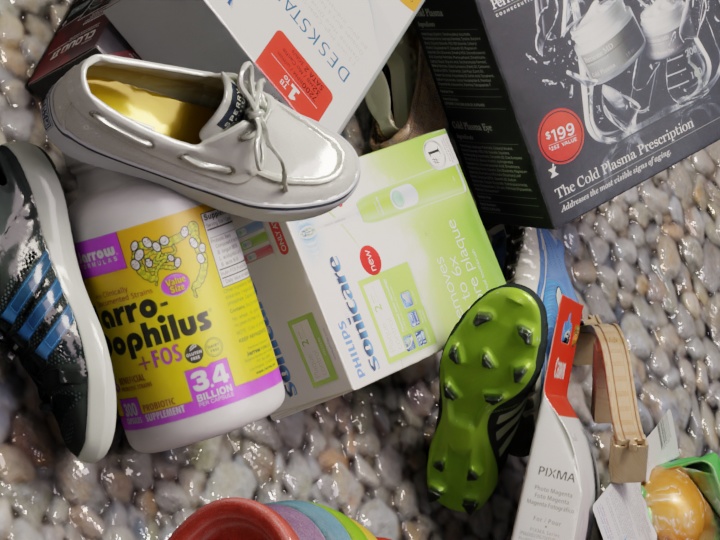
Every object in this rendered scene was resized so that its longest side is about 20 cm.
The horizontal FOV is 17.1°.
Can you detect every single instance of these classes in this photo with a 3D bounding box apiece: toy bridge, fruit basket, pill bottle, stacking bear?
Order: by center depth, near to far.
[{"bbox_3d":[-0.122,0.004,1.478,0.104,0.104,0.201,-22,96,-50],"label":"pill bottle"},{"bbox_3d":[-0.028,0.204,1.504,0.200,0.121,0.114,15,94,-57],"label":"stacking bear"},{"bbox_3d":[0.183,0.080,1.762,0.200,0.027,0.068,-101,-169,-64],"label":"toy bridge"},{"bbox_3d":[0.222,0.221,1.763,0.200,0.093,0.186,-36,109,-56],"label":"fruit basket"}]

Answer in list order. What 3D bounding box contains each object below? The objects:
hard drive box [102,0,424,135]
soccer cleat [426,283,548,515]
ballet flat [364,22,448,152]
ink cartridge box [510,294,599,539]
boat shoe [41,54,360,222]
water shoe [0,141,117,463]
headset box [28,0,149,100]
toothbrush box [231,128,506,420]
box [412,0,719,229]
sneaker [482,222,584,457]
[{"bbox_3d":[-0.055,-0.177,1.557,0.156,0.077,0.200,50,43,-20],"label":"hard drive box"},{"bbox_3d":[0.088,0.079,1.653,0.067,0.201,0.081,21,38,9],"label":"soccer cleat"},{"bbox_3d":[0.030,-0.168,1.776,0.067,0.068,0.201,14,61,-37],"label":"ballet flat"},{"bbox_3d":[0.147,0.124,1.666,0.163,0.057,0.201,20,86,-79],"label":"ink cartridge box"},{"bbox_3d":[-0.081,-0.089,1.413,0.201,0.086,0.075,17,62,-21],"label":"boat shoe"},{"bbox_3d":[-0.205,0.025,1.437,0.079,0.071,0.201,-13,82,-23],"label":"water shoe"},{"bbox_3d":[-0.121,-0.138,1.584,0.149,0.075,0.200,44,45,-25],"label":"headset box"},{"bbox_3d":[0.000,0.000,1.647,0.200,0.086,0.146,-20,89,-49],"label":"toothbrush box"},{"bbox_3d":[0.161,-0.154,1.744,0.200,0.104,0.183,-29,107,-24],"label":"box"},{"bbox_3d":[0.131,0.047,1.778,0.089,0.078,0.201,27,54,-35],"label":"sneaker"}]
